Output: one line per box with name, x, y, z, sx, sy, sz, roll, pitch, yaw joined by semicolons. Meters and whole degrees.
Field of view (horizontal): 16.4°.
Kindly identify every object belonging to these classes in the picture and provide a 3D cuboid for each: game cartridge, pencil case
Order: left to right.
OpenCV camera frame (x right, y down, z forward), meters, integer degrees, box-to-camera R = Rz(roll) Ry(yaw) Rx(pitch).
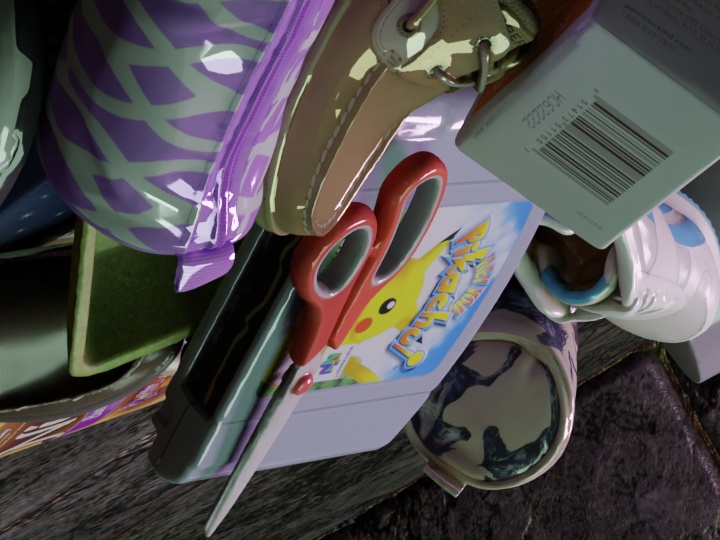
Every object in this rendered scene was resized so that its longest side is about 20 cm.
pencil case;-0.037;-0.088;0.755;0.084;0.086;0.200;-26;157;-37
game cartridge;0.006;0.001;0.991;0.133;0.040;0.200;-10;138;-47
pencil case;0.063;0.033;1.180;0.200;0.078;0.089;-74;-172;-69

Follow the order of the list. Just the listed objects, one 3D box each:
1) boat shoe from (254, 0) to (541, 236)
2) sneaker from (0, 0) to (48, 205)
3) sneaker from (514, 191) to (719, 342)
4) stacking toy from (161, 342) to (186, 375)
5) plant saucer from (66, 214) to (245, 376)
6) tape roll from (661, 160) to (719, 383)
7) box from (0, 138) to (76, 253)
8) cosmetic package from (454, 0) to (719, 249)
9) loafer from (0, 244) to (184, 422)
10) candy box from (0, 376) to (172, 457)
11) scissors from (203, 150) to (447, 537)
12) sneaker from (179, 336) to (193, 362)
boat shoe;0.028;-0.091;0.842;0.200;0.065;0.071;-61;168;13
sneaker;-0.177;-0.031;0.826;0.083;0.072;0.200;19;125;-34
sneaker;0.105;-0.009;1.113;0.076;0.081;0.200;-10;149;26
stacking toy;-0.059;-0.031;1.159;0.085;0.085;0.200;-20;162;-39
plant saucer;-0.029;-0.071;0.941;0.200;0.048;0.200;-22;144;-29
tape roll;0.153;-0.044;1.283;0.066;0.200;0.200;-28;170;1
box;-0.105;-0.051;1.044;0.200;0.032;0.121;-32;170;29
cosmetic package;0.119;-0.116;0.915;0.101;0.071;0.200;-42;-164;53
loafer;-0.171;0.035;1.054;0.200;0.073;0.071;-13;177;8
candy box;-0.159;0.052;1.363;0.200;0.056;0.117;-16;166;-45
scissors;-0.014;0.032;0.959;0.073;0.014;0.200;-32;154;-37
sneaker;0.000;0.000;1.080;0.200;0.078;0.075;-40;170;-34
